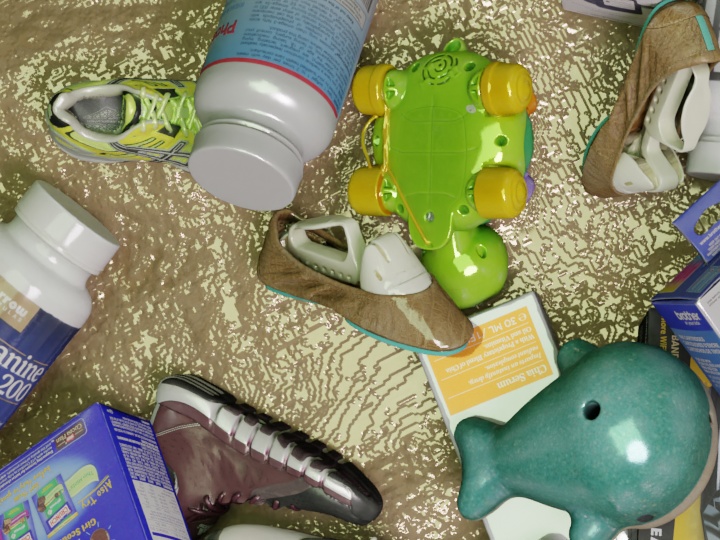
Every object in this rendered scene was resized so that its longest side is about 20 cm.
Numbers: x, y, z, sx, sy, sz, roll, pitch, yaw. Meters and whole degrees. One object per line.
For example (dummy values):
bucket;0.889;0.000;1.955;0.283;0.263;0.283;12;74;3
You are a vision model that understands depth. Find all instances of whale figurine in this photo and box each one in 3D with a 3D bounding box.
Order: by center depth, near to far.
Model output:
whale figurine;0.148;0.119;1.601;0.198;0.104;0.161;-12;66;26

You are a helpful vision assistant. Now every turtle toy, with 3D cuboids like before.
turtle toy;0.072;-0.072;1.704;0.145;0.101;0.202;3;91;30

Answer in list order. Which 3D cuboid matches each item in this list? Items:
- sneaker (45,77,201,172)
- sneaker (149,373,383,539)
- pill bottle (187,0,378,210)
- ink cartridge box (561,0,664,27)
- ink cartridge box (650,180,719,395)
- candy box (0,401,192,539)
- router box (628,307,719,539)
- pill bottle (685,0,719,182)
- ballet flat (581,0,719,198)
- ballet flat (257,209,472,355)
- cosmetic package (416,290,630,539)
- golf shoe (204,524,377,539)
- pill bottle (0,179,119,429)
sneaker;-0.145;-0.111;1.747;0.198;0.076;0.076;-3;86;5
sneaker;-0.086;0.171;1.738;0.199;0.076;0.116;29;97;18
pill bottle;-0.059;-0.150;1.685;0.108;0.109;0.201;14;63;8
ink cartridge box;0.195;-0.264;1.644;0.084;0.200;0.146;13;90;8
ink cartridge box;0.298;0.030;1.589;0.136;0.076;0.201;-40;104;-16
candy box;-0.205;0.229;1.693;0.169;0.077;0.201;-34;60;21
router box;0.277;0.136;1.658;0.156;0.052;0.202;5;72;-2
pill bottle;0.297;-0.164;1.671;0.115;0.116;0.202;9;90;8
ballet flat;0.214;-0.104;1.649;0.067;0.201;0.073;-12;54;-30
ballet flat;0.000;0.000;1.683;0.199;0.068;0.073;24;124;41
cosmetic package;0.122;0.126;1.706;0.101;0.071;0.201;-23;86;6
golf shoe;-0.018;0.219;1.682;0.199;0.078;0.088;20;134;-21
pill bottle;-0.275;0.034;1.741;0.111;0.111;0.200;39;93;7
